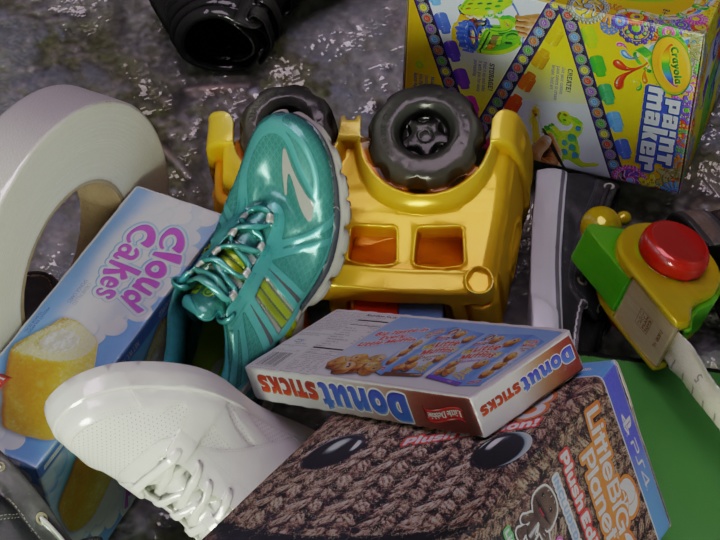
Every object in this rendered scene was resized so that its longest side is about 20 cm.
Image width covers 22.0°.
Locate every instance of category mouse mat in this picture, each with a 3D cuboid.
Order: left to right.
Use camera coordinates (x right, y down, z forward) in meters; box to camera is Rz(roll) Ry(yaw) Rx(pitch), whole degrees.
[{"bbox_3d":[0.199,0.123,1.016,0.160,0.008,0.201,9,41,-33],"label":"mouse mat"}]

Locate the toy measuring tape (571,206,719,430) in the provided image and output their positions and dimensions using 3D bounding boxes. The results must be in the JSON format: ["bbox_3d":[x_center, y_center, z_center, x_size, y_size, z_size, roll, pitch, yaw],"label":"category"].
[{"bbox_3d":[0.193,0.033,1.062,0.073,0.074,0.200,-24,55,-17],"label":"toy measuring tape"}]

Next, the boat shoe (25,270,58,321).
[{"bbox_3d":[-0.275,0.042,1.127,0.199,0.074,0.075,-21,51,-14],"label":"boat shoe"}]

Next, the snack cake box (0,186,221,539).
[{"bbox_3d":[-0.147,0.063,1.073,0.067,0.115,0.200,18,53,22],"label":"snack cake box"}]

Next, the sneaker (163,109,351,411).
[{"bbox_3d":[-0.064,0.007,1.042,0.077,0.080,0.201,20,95,29],"label":"sneaker"}]

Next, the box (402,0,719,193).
[{"bbox_3d":[0.151,-0.172,1.234,0.191,0.123,0.200,14,40,15],"label":"box"}]

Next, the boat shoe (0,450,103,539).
[{"bbox_3d":[-0.142,0.170,0.961,0.200,0.072,0.068,43,53,-8],"label":"boat shoe"}]

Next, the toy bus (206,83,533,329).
[{"bbox_3d":[0.000,0.000,1.125,0.198,0.136,0.193,2,65,9],"label":"toy bus"}]

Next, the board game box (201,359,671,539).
[{"bbox_3d":[0.031,0.137,0.898,0.159,0.097,0.200,-8,21,36],"label":"board game box"}]

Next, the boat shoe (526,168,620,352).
[{"bbox_3d":[0.131,0.011,1.133,0.056,0.069,0.201,3,47,5],"label":"boat shoe"}]

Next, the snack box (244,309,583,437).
[{"bbox_3d":[0.022,0.050,0.965,0.072,0.024,0.199,-30,19,-31],"label":"snack box"}]

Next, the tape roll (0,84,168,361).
[{"bbox_3d":[-0.180,-0.006,1.080,0.037,0.204,0.203,18,52,21],"label":"tape roll"}]

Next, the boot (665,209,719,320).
[{"bbox_3d":[0.294,0.010,1.119,0.173,0.070,0.201,-11,49,-18],"label":"boot"}]

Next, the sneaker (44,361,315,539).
[{"bbox_3d":[-0.074,0.124,0.984,0.074,0.199,0.116,-41,48,26],"label":"sneaker"}]

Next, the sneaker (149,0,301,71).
[{"bbox_3d":[-0.053,-0.198,1.328,0.199,0.071,0.100,-15,51,-2],"label":"sneaker"}]
